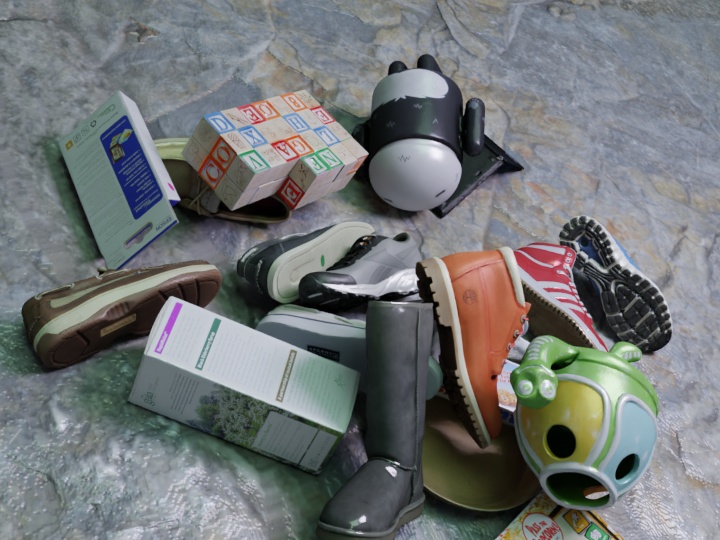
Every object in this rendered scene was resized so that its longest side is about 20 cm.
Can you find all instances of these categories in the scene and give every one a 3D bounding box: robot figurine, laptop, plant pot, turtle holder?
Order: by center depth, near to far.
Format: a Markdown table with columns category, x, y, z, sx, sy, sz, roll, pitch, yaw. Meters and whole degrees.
| category | x | y | z | sx | sy | sz | roll | pitch | yaw |
| --- | --- | --- | --- | --- | --- | --- | --- | --- | --- |
| turtle holder | 0.214 | 0.142 | 0.922 | 0.139 | 0.186 | 0.133 | 7 | 52 | 14 |
| plant pot | 0.104 | 0.168 | 1.014 | 0.198 | 0.028 | 0.201 | 16 | 42 | -15 |
| robot figurine | 0.072 | -0.175 | 1.242 | 0.124 | 0.150 | 0.202 | 15 | 62 | -23 |
| laptop | 0.114 | -0.168 | 1.365 | 0.200 | 0.104 | 0.177 | -41 | 72 | -20 |

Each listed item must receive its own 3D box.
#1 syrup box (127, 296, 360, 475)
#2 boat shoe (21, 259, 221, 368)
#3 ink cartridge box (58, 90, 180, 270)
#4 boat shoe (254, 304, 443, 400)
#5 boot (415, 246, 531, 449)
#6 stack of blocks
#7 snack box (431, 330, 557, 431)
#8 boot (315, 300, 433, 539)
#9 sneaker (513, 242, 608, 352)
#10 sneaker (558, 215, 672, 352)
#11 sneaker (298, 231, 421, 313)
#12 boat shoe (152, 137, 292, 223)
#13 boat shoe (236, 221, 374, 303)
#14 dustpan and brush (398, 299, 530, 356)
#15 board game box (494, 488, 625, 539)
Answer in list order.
| category | x | y | z | sx | sy | sz | roll | pitch | yaw |
| --- | --- | --- | --- | --- | --- | --- | --- | --- | --- |
| syrup box | -0.109 | 0.109 | 0.914 | 0.198 | 0.079 | 0.082 | 23 | 42 | -6 |
| boat shoe | -0.231 | 0.021 | 0.940 | 0.201 | 0.075 | 0.075 | -21 | 57 | -40 |
| ink cartridge box | -0.252 | -0.091 | 1.023 | 0.037 | 0.094 | 0.201 | 36 | 21 | -55 |
| boat shoe | -0.008 | 0.077 | 0.994 | 0.198 | 0.072 | 0.070 | 12 | 30 | 13 |
| boot | 0.129 | 0.076 | 0.963 | 0.106 | 0.202 | 0.075 | -15 | 12 | -12 |
| stack of blocks | -0.092 | -0.131 | 1.090 | 0.115 | 0.059 | 0.200 | 46 | 34 | 10 |
| snack box | 0.164 | 0.133 | 1.043 | 0.198 | 0.024 | 0.072 | 23 | 40 | -7 |
| boot | 0.020 | 0.128 | 0.861 | 0.072 | 0.202 | 0.182 | 9 | 6 | 19 |
| sneaker | 0.251 | 0.041 | 1.187 | 0.112 | 0.072 | 0.200 | -24 | 61 | -39 |
| sneaker | 0.337 | 0.012 | 1.251 | 0.201 | 0.078 | 0.089 | 58 | 22 | 6 |
| sneaker | 0.000 | 0.000 | 1.060 | 0.199 | 0.073 | 0.080 | -10 | 84 | -52 |
| boat shoe | -0.165 | -0.096 | 1.091 | 0.198 | 0.074 | 0.070 | 7 | 40 | -24 |
| boat shoe | -0.053 | -0.018 | 1.082 | 0.067 | 0.073 | 0.199 | 13 | 20 | 35 |
| dustpan and brush | 0.150 | 0.071 | 1.091 | 0.200 | 0.139 | 0.058 | 44 | 59 | -26 |
| board game box | 0.215 | 0.312 | 0.916 | 0.200 | 0.046 | 0.151 | 45 | 44 | 17 |
